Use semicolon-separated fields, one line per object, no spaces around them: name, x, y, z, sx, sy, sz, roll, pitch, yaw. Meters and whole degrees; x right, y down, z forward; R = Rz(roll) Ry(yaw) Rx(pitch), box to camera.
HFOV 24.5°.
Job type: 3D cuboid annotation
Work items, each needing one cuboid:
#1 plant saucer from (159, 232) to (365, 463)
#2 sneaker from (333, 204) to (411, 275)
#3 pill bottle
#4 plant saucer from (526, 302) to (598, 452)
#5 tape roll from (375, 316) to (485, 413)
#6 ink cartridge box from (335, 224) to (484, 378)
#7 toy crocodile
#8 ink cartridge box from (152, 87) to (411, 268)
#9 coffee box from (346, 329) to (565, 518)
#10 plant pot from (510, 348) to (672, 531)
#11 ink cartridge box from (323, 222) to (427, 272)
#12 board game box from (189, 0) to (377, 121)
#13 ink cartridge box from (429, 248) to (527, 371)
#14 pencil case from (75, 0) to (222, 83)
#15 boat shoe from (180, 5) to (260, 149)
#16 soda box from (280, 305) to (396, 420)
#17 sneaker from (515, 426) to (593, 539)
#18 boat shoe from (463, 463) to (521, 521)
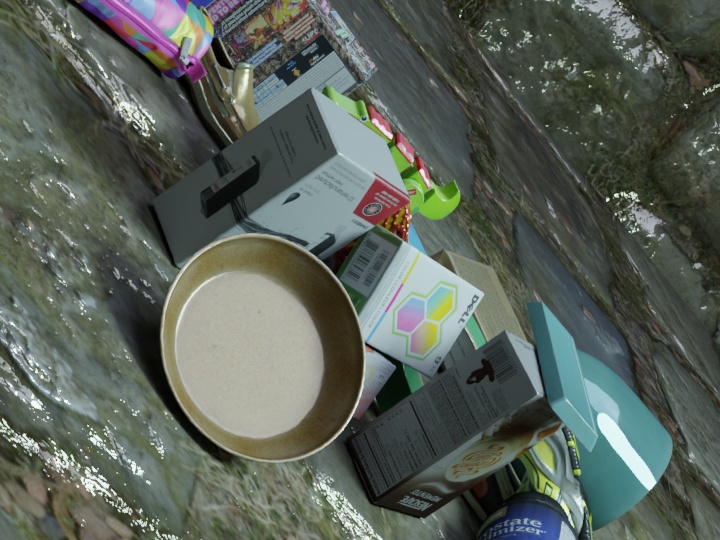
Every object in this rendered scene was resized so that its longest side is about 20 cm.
plant saucer;-0.089;0.069;1.430;0.199;0.035;0.202;10;70;-30
sneaker;0.000;0.000;1.721;0.072;0.201;0.077;19;27;-6
pill bottle;0.167;0.302;1.693;0.112;0.112;0.200;53;16;-6
plant saucer;0.201;0.099;1.641;0.070;0.019;0.200;48;18;-22
tape roll;0.081;0.112;1.828;0.200;0.048;0.202;34;45;-43
ink cartridge box;0.056;0.040;1.676;0.059;0.104;0.200;33;1;44
toy crocodile;0.029;-0.125;1.776;0.200;0.062;0.068;45;17;-25
ink cartridge box;-0.076;-0.066;1.587;0.144;0.199;0.084;29;34;-55
coffee box;0.102;0.155;1.640;0.114;0.200;0.080;27;31;-56
plant pot;0.237;0.186;1.927;0.161;0.200;0.201;55;16;-16
ink cartridge box;-0.048;-0.061;1.770;0.200;0.128;0.126;36;24;-48
board game box;-0.105;-0.264;1.951;0.200;0.159;0.097;53;16;-6
ink cartridge box;0.149;0.085;2.098;0.165;0.075;0.201;21;43;-63
pencil case;-0.238;-0.283;1.760;0.200;0.088;0.089;37;24;-42
boat shoe;-0.149;-0.207;1.863;0.201;0.076;0.072;56;17;4
soda box;-0.050;0.078;1.576;0.063;0.069;0.200;38;4;36
sneaker;0.212;0.260;1.817;0.075;0.076;0.202;-56;135;-78
boat shoe;0.183;0.282;1.861;0.200;0.062;0.071;53;15;-9
